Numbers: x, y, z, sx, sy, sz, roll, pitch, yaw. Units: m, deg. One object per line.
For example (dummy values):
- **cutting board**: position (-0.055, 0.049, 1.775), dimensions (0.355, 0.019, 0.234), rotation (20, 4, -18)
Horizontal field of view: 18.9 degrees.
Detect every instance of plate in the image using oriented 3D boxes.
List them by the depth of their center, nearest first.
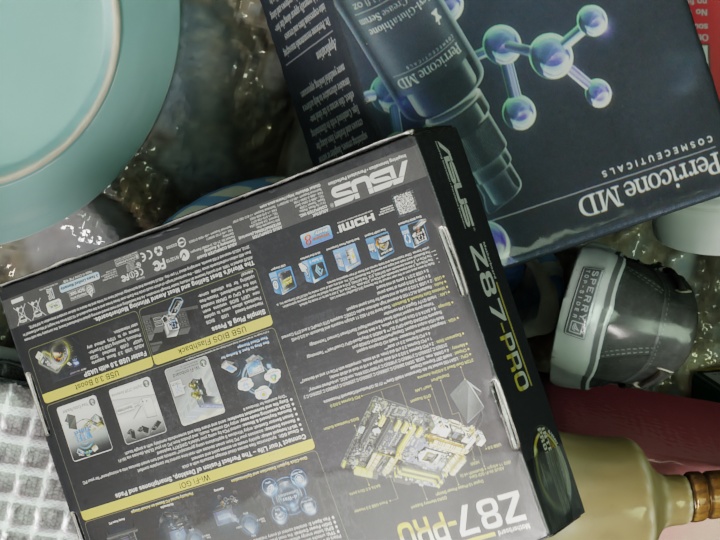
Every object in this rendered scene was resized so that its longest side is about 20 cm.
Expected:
- **plate**: position (-0.169, -0.102, 0.907), dimensions (0.199, 0.026, 0.201), rotation (-6, 107, -20)

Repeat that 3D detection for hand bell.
- **hand bell**: position (0.147, 0.095, 0.910), dimensions (0.199, 0.104, 0.105), rotation (-4, 107, -10)

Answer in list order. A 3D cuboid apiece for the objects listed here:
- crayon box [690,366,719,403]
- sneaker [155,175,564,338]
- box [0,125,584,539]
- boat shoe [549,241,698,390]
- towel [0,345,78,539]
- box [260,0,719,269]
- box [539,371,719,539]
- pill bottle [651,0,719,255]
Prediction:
- **crayon box**: position (0.267, 0.131, 1.120), dimensions (0.199, 0.058, 0.173), rotation (-5, 107, -18)
- **sneaker**: position (0.000, 0.000, 0.976), dimensions (0.199, 0.072, 0.072), rotation (2, 106, -20)
- **box**: position (-0.031, 0.050, 0.849), dimensions (0.199, 0.049, 0.162), rotation (-20, 87, 25)
- **boat shoe**: position (0.117, 0.026, 0.960), dimensions (0.056, 0.200, 0.069), rotation (15, 91, 7)
- **towel**: position (-0.120, 0.128, 0.960), dimensions (0.199, 0.086, 0.166), rotation (12, 100, -23)
- **box**: position (0.048, -0.102, 0.912), dimensions (0.148, 0.107, 0.201), rotation (-19, 91, -15)
- **box**: position (0.126, 0.128, 1.003), dimensions (0.199, 0.109, 0.128), rotation (9, 103, 0)
- **pill bottle**: position (0.170, -0.114, 0.984), dimensions (0.112, 0.112, 0.201), rotation (-12, 109, -17)
